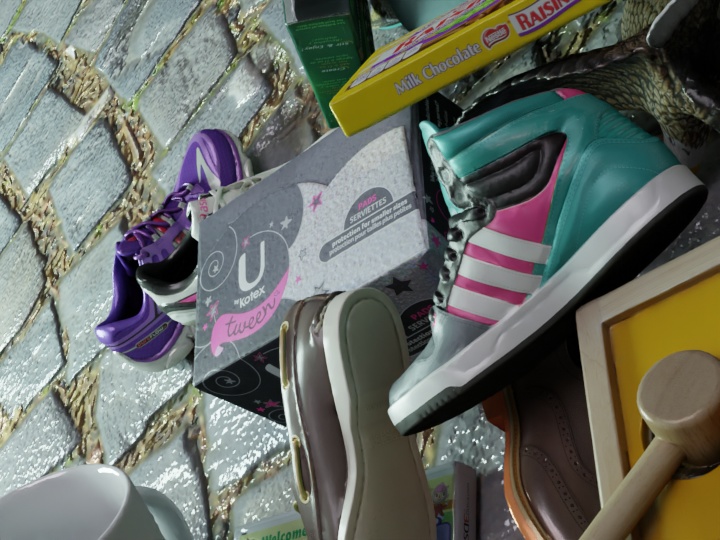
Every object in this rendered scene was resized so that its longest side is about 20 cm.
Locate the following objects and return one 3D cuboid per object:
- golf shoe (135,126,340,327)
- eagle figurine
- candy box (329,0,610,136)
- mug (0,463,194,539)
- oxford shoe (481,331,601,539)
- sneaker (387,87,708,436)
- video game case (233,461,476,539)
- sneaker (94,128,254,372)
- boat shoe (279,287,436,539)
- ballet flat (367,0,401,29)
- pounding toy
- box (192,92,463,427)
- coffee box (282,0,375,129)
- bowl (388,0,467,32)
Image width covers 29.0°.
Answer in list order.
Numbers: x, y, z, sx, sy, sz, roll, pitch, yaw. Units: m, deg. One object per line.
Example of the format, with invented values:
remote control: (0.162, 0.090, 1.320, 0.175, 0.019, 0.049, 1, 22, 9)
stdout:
golf shoe: (-0.074, -0.031, 0.988, 0.200, 0.092, 0.073, -45, 39, 19)
eagle figurine: (0.154, -0.106, 0.741, 0.200, 0.151, 0.152, 31, 112, 48)
candy box: (0.081, -0.138, 0.738, 0.199, 0.026, 0.102, -25, 14, 27)
mug: (-0.159, 0.220, 0.868, 0.147, 0.176, 0.200, -13, 23, 28)
oxford shoe: (0.116, 0.096, 0.702, 0.073, 0.071, 0.200, -40, 41, 20)
sneaker: (0.061, -0.017, 0.693, 0.200, 0.084, 0.121, -45, 70, 24)
video game case: (-0.013, 0.220, 0.814, 0.200, 0.022, 0.183, -24, 51, 40)
sneaker: (-0.145, -0.023, 1.073, 0.080, 0.083, 0.201, 0, 67, 49)
boat shoe: (-0.006, 0.111, 0.759, 0.059, 0.072, 0.201, -7, 89, 43)
ballet flat: (0.056, -0.234, 0.981, 0.200, 0.072, 0.072, -20, 53, 42)
pounding toy: (0.163, 0.081, 0.593, 0.200, 0.142, 0.185, -30, 46, 35)
box: (0.000, 0.000, 0.860, 0.200, 0.115, 0.133, -31, 46, 35)
coffee box: (-0.021, -0.183, 0.926, 0.044, 0.200, 0.124, -9, 75, 5)
bowl: (0.065, -0.249, 0.851, 0.200, 0.105, 0.202, -21, 55, 33)
